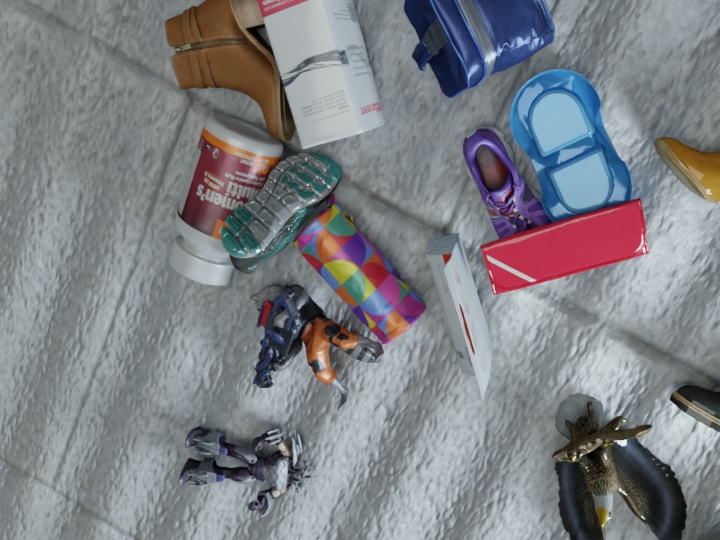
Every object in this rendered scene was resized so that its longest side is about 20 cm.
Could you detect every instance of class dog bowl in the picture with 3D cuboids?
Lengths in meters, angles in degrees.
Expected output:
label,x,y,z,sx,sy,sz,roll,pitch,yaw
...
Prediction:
label,x,y,z,sx,sy,sz,roll,pitch,yaw
dog bowl,0.257,-0.146,1.058,0.110,0.050,0.204,-23,97,17

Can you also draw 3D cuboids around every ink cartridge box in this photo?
label,x,y,z,sx,sy,sz,roll,pitch,yaw
ink cartridge box,-0.045,-0.261,1.049,0.082,0.145,0.205,-14,100,17
ink cartridge box,0.117,0.054,1.059,0.046,0.200,0.164,-15,100,15

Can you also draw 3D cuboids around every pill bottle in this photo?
label,x,y,z,sx,sy,sz,roll,pitch,yaw
pill bottle,-0.181,-0.091,1.141,0.108,0.110,0.204,23,107,6

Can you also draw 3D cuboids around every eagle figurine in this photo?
label,x,y,z,sx,sy,sz,roll,pitch,yaw
eagle figurine,0.319,0.277,1.124,0.150,0.152,0.201,16,148,49

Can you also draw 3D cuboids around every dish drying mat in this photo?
label,x,y,z,sx,sy,sz,roll,pitch,yaw
dish drying mat,0.249,-0.026,1.053,0.195,0.018,0.078,-15,117,11

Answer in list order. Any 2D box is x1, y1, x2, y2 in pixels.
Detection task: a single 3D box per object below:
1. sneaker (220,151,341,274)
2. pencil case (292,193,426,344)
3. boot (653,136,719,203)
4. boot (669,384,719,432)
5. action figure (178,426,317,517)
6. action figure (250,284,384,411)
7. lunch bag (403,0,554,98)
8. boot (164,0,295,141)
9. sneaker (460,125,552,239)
label,x,y,z,sx,sy,sz,roll,pitch,yaw
sneaker,-0.103,-0.073,1.114,0.077,0.199,0.092,41,154,16
pencil case,0.000,0.000,1.137,0.088,0.088,0.201,-39,93,18
boot,0.458,-0.133,1.012,0.200,0.071,0.145,40,103,-3
boot,0.496,0.138,1.067,0.195,0.078,0.141,16,103,-6
action figure,-0.158,0.285,1.251,0.195,0.069,0.134,7,96,7
action figure,-0.075,0.098,1.191,0.193,0.104,0.201,41,136,8
lunch bag,0.120,-0.281,0.985,0.130,0.200,0.138,-27,95,-1
boot,-0.167,-0.253,1.120,0.151,0.074,0.205,-12,89,14
sneaker,0.182,-0.081,1.073,0.080,0.084,0.202,-33,97,19
